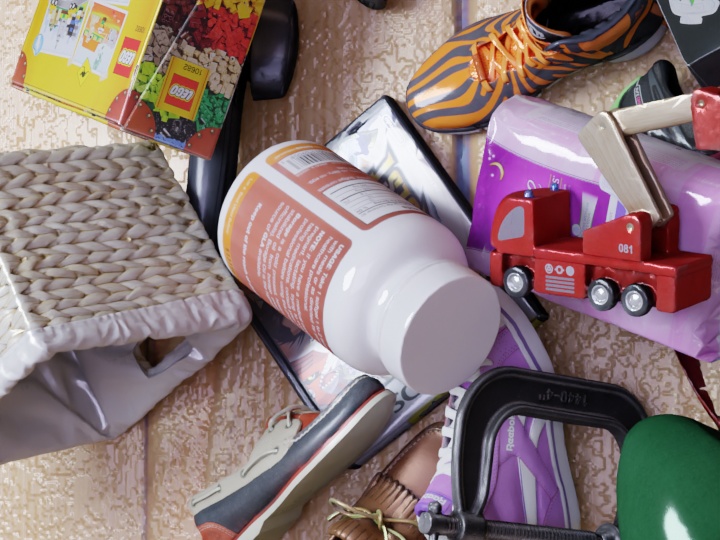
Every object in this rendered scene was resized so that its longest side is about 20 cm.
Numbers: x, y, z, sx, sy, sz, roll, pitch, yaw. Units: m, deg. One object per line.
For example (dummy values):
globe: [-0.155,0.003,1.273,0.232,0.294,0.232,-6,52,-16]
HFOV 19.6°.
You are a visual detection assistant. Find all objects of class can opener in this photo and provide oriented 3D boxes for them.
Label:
can opener: [-0.100,-0.111,1.511,0.078,0.063,0.202,8,79,19]

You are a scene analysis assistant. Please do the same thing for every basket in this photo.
basket: [-0.220,0.024,1.459,0.198,0.199,0.162,-40,68,40]

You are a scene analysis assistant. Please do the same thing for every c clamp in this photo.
c clamp: [0.117,0.150,1.373,0.027,0.198,0.173,-8,81,55]

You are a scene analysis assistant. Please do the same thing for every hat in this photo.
hat: [0.191,0.102,1.335,0.165,0.200,0.177,-27,93,-5]

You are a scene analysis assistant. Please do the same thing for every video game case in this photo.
video game case: [0.008,0.009,1.494,0.180,0.025,0.201,-39,75,13]

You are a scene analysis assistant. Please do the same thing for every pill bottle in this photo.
pill bottle: [0.000,0.000,1.391,0.200,0.112,0.113,36,99,44]

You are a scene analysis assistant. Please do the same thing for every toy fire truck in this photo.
toy fire truck: [0.166,-0.047,1.283,0.199,0.049,0.143,9,106,39]

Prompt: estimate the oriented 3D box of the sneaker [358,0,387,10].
sneaker: [-0.023,-0.284,1.511,0.091,0.076,0.200,-41,81,2]

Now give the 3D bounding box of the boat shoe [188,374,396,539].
boat shoe: [-0.051,0.133,1.466,0.200,0.071,0.063,-48,68,32]

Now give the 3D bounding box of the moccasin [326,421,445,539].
moccasin: [0.007,0.191,1.453,0.074,0.078,0.202,46,101,17]

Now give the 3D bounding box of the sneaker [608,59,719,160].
sneaker: [0.257,-0.075,1.386,0.199,0.077,0.084,33,101,18]

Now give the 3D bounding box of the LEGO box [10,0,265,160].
LEGO box: [-0.158,-0.175,1.486,0.200,0.077,0.150,24,95,56]

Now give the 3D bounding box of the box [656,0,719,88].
box: [0.262,-0.201,1.330,0.148,0.124,0.201,-29,49,15]

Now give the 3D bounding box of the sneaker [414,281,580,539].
sneaker: [0.078,0.112,1.392,0.072,0.114,0.202,-16,92,52]

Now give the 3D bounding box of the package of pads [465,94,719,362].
package of pads: [0.168,-0.031,1.368,0.199,0.075,0.122,23,114,34]

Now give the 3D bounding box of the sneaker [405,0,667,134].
sneaker: [0.109,-0.160,1.425,0.199,0.112,0.078,-26,78,16]
